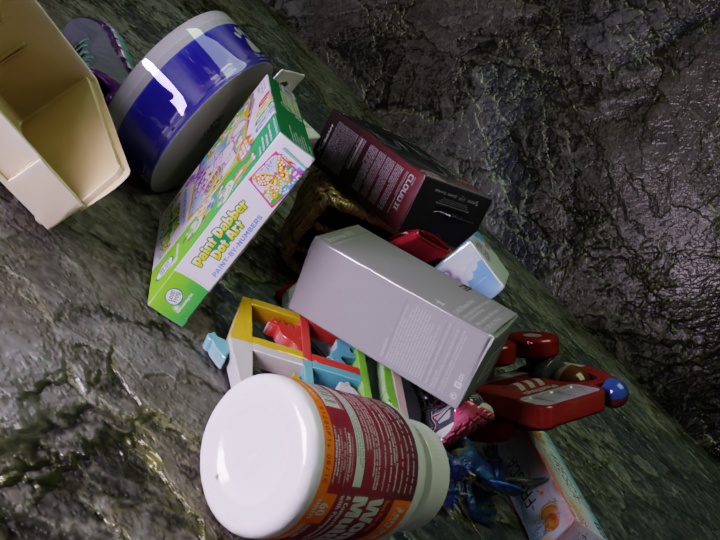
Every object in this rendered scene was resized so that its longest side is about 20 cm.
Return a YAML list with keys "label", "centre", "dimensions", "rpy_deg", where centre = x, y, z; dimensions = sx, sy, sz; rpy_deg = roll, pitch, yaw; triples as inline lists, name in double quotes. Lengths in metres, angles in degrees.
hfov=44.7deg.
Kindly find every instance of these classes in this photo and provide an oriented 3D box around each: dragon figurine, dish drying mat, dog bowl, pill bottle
- label: "dragon figurine"
  centre: [0.135, 0.231, 0.937]
  dimensions: [0.199, 0.059, 0.100]
  rpy_deg: [33, 17, -31]
- label: "dish drying mat"
  centre: [0.000, 0.000, 0.989]
  dimensions: [0.076, 0.197, 0.019]
  rpy_deg: [24, 49, -52]
- label: "dog bowl"
  centre: [-0.191, -0.186, 0.981]
  dimensions: [0.079, 0.200, 0.200]
  rpy_deg: [43, 14, 1]
- label: "pill bottle"
  centre: [-0.018, 0.148, 0.663]
  dimensions: [0.199, 0.110, 0.110]
  rpy_deg: [24, 22, -51]

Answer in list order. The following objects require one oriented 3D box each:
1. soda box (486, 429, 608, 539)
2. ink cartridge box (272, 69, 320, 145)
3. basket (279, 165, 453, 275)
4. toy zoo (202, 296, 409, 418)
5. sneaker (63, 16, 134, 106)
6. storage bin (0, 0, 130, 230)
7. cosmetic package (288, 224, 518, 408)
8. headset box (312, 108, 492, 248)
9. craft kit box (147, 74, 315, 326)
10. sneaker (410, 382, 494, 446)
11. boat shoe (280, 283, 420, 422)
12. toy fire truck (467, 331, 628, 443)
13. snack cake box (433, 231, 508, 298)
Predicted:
- label: "soda box"
  centre: [0.221, 0.266, 1.060]
  dimensions: [0.068, 0.064, 0.201]
  rpy_deg: [35, 16, -24]
- label: "ink cartridge box"
  centre: [-0.117, -0.134, 1.026]
  dimensions: [0.067, 0.201, 0.117]
  rpy_deg: [41, 14, 3]
- label: "basket"
  centre: [0.000, -0.020, 1.115]
  dimensions: [0.197, 0.144, 0.149]
  rpy_deg: [24, 16, -19]
- label: "toy zoo"
  centre: [-0.050, 0.090, 0.812]
  dimensions: [0.197, 0.021, 0.132]
  rpy_deg: [19, 31, -19]
- label: "sneaker"
  centre: [-0.328, -0.253, 1.076]
  dimensions: [0.201, 0.075, 0.087]
  rpy_deg: [50, 21, 24]
- label: "storage bin"
  centre: [-0.298, -0.167, 0.725]
  dimensions: [0.199, 0.093, 0.201]
  rpy_deg: [56, -2, 46]
- label: "cosmetic package"
  centre: [0.041, 0.039, 0.854]
  dimensions: [0.198, 0.091, 0.107]
  rpy_deg: [31, 21, 16]
- label: "headset box"
  centre: [0.054, -0.106, 1.068]
  dimensions: [0.147, 0.078, 0.199]
  rpy_deg: [11, 23, -48]
- label: "craft kit box"
  centre: [-0.127, -0.075, 0.839]
  dimensions: [0.048, 0.199, 0.201]
  rpy_deg: [31, 16, -22]
- label: "sneaker"
  centre: [0.079, 0.138, 0.921]
  dimensions: [0.076, 0.079, 0.200]
  rpy_deg: [66, -10, -1]
- label: "boat shoe"
  centre: [-0.016, 0.100, 0.907]
  dimensions: [0.068, 0.057, 0.200]
  rpy_deg: [-19, 60, -47]
- label: "toy fire truck"
  centre: [0.214, 0.141, 1.014]
  dimensions: [0.197, 0.115, 0.166]
  rpy_deg: [-4, 8, -39]
- label: "snack cake box"
  centre: [0.074, 0.047, 1.010]
  dimensions: [0.068, 0.199, 0.115]
  rpy_deg: [51, 14, 4]
